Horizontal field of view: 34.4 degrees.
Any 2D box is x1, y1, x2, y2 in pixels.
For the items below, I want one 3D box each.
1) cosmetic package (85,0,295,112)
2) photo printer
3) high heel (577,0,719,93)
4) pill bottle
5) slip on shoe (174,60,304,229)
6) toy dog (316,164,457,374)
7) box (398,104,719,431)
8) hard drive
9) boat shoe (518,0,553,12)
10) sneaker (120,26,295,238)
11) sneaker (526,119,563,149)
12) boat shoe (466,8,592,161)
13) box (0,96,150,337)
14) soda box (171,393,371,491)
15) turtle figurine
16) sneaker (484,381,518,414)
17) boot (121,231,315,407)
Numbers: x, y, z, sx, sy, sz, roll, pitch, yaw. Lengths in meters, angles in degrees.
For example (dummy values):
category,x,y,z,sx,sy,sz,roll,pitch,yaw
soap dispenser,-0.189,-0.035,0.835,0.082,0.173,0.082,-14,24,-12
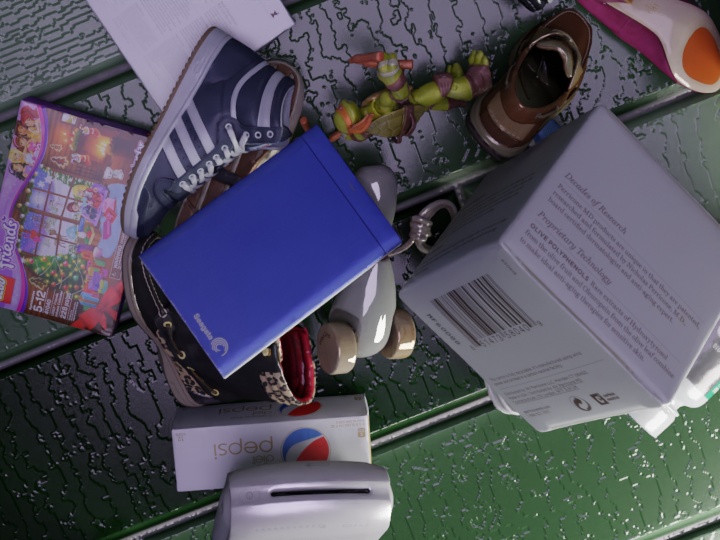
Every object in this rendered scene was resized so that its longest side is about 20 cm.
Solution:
category,x,y,z,sx,sy,sz,roll,pitch,yaw
cosmetic package,-0.174,-0.269,1.064,0.150,0.052,0.201,-32,104,7
photo printer,-0.057,0.235,1.119,0.163,0.200,0.071,0,67,-11
high heel,0.270,-0.241,1.111,0.199,0.096,0.068,38,89,-31
pill bottle,0.328,0.060,1.145,0.113,0.113,0.200,42,99,-12
slip on shoe,-0.111,-0.104,1.105,0.075,0.061,0.203,25,99,9
toy dog,0.000,0.000,1.124,0.131,0.096,0.203,18,93,-36
box,0.182,0.007,1.015,0.200,0.199,0.172,42,64,-8
hard drive,-0.080,-0.018,1.038,0.199,0.025,0.133,-37,85,-6
boat shoe,0.091,-0.300,1.064,0.200,0.076,0.060,43,98,0
sneaker,-0.131,-0.103,1.035,0.107,0.070,0.202,27,94,1
sneaker,0.208,-0.104,1.124,0.089,0.079,0.200,-43,109,-4
boat shoe,0.168,-0.176,1.040,0.075,0.201,0.074,39,141,-5
box,-0.278,-0.050,1.118,0.135,0.039,0.203,15,103,-6
soda box,-0.088,0.173,1.173,0.196,0.064,0.069,-4,105,-3
turtle figurine,0.040,-0.154,1.052,0.159,0.200,0.065,-20,78,-22
sneaker,0.148,0.053,1.139,0.074,0.081,0.202,-38,114,-27
boot,-0.131,0.050,1.090,0.148,0.073,0.203,2,123,28
